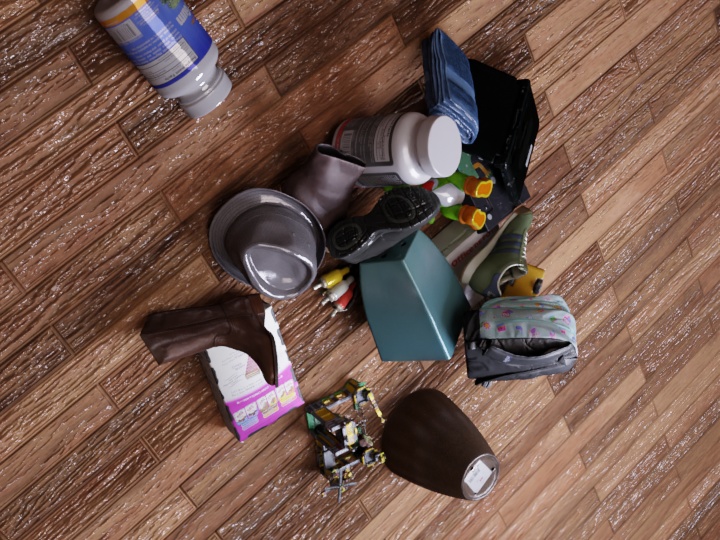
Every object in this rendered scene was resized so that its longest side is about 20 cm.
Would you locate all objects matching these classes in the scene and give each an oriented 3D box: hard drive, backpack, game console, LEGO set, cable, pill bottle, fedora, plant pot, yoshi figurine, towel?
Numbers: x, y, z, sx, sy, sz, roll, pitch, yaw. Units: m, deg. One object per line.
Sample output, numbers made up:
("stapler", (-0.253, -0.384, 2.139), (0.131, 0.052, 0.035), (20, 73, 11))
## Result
("hard drive", (0.216, -0.187, 1.663), (0.139, 0.038, 0.202), (-37, 102, -34))
("backpack", (0.279, 0.118, 1.596), (0.196, 0.129, 0.168), (-5, 151, 7))
("game console", (0.239, -0.252, 1.656), (0.177, 0.114, 0.203), (60, 43, -50))
("LEGO set", (-0.014, 0.311, 1.668), (0.151, 0.115, 0.204), (-11, 111, -31))
("cable", (0.000, 0.000, 1.621), (0.200, 0.050, 0.098), (-43, 125, -16))
("pill bottle", (0.058, -0.196, 1.492), (0.115, 0.197, 0.118), (-4, 95, -50))
("pill bottle", (-0.272, -0.319, 1.297), (0.112, 0.112, 0.201), (-47, 125, -12))
("fedora", (-0.141, -0.025, 1.455), (0.176, 0.091, 0.200), (-37, 127, 14))
("plant pot", (0.168, 0.353, 1.755), (0.184, 0.199, 0.191), (-11, 111, -30))
("yoshi figurine", (0.134, -0.137, 1.595), (0.113, 0.197, 0.113), (-51, 143, -30))
("towel", (0.155, -0.313, 1.547), (0.048, 0.203, 0.111), (-33, 131, 32))
("plant pot", (0.083, 0.035, 1.602), (0.202, 0.139, 0.142), (64, 37, -30))

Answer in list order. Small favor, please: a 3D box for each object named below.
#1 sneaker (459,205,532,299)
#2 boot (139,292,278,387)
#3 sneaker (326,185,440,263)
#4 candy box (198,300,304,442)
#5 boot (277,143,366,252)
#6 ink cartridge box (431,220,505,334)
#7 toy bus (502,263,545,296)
("sneaker", (0.271, -0.024, 1.653), (0.200, 0.089, 0.068), (-46, 157, -23))
("boot", (-0.232, 0.123, 1.405), (0.196, 0.188, 0.065), (-10, 135, -16))
("sneaker", (0.043, -0.072, 1.503), (0.197, 0.077, 0.091), (-24, 157, 13))
("candy box", (-0.188, 0.165, 1.539), (0.135, 0.061, 0.203), (-28, 119, -24))
("boot", (-0.035, -0.113, 1.502), (0.198, 0.073, 0.166), (21, 132, -30))
("ink cartridge box", (0.214, 0.007, 1.748), (0.145, 0.084, 0.202), (-39, 122, -19))
("toy bus", (0.285, 0.085, 1.713), (0.064, 0.078, 0.204), (18, 96, 8))
